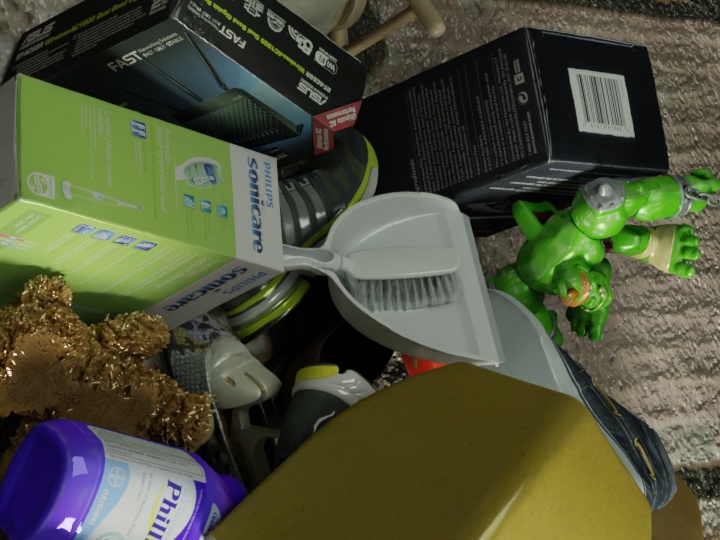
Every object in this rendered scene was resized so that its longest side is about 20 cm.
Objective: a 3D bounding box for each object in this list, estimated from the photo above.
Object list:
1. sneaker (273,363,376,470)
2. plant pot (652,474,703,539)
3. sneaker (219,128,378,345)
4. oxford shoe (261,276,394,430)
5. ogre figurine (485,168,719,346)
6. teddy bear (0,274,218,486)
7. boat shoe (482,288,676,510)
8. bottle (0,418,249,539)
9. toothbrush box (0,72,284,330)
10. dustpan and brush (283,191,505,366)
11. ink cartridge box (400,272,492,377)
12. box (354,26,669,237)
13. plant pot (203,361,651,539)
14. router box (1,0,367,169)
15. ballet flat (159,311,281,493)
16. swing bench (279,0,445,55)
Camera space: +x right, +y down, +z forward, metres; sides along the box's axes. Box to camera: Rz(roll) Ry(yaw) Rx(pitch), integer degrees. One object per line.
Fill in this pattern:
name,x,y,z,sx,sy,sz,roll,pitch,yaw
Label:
sneaker,0.002,0.155,1.256,0.200,0.074,0.085,52,51,-27
plant pot,0.189,0.231,1.426,0.200,0.186,0.187,-35,103,-56
sneaker,-0.053,-0.043,1.333,0.081,0.074,0.200,47,48,-19
oxford shoe,0.005,0.040,1.355,0.073,0.084,0.200,48,48,-20
ogre figurine,0.168,-0.008,1.393,0.120,0.200,0.099,11,61,-45
teddy bear,-0.172,0.083,1.169,0.200,0.067,0.145,20,99,-42
boat shoe,0.148,0.100,1.348,0.201,0.071,0.091,56,26,18
bottle,-0.127,0.150,1.150,0.200,0.065,0.084,22,98,-44
toothbrush box,-0.169,-0.032,1.156,0.199,0.145,0.086,17,59,-39
dustpan and brush,0.000,0.000,1.276,0.199,0.057,0.140,-2,56,-16
ink cartridge box,0.091,0.096,1.386,0.200,0.057,0.163,-38,108,-78
box,0.109,-0.100,1.415,0.148,0.200,0.105,1,76,-45
plant pot,0.066,0.173,1.148,0.200,0.195,0.194,-50,127,-21
router box,-0.116,-0.119,1.197,0.150,0.200,0.062,34,57,-32
ballet flat,-0.077,0.105,1.263,0.072,0.072,0.201,-19,91,-46
swing bench,-0.070,-0.238,1.339,0.198,0.130,0.201,-9,79,-45
